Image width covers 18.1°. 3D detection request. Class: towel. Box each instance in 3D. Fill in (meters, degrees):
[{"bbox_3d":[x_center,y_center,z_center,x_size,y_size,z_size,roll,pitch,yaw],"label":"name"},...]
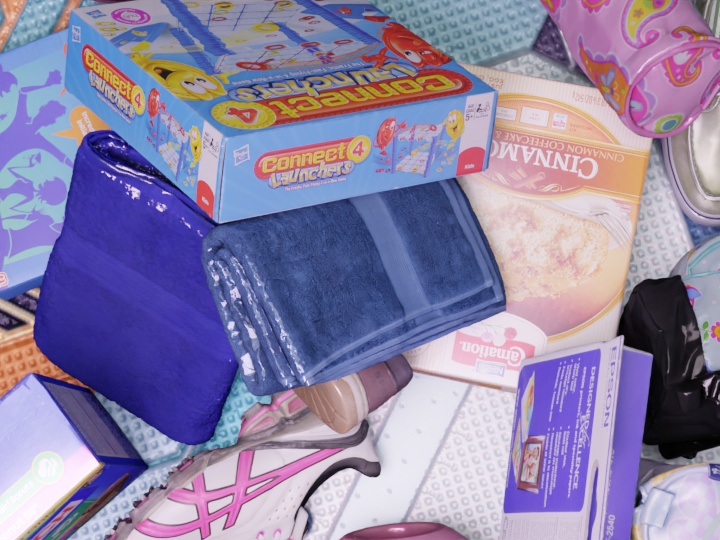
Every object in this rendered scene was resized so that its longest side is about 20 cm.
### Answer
[{"bbox_3d":[0.000,0.000,1.361,0.199,0.048,0.112,-20,85,-42],"label":"towel"},{"bbox_3d":[-0.129,0.010,1.444,0.147,0.201,0.050,32,45,8],"label":"towel"}]

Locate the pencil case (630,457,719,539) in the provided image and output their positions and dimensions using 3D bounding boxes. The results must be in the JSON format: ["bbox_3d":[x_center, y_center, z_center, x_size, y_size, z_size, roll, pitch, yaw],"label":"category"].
[{"bbox_3d":[0.188,0.157,1.393,0.090,0.200,0.084,9,85,-5],"label":"pencil case"}]

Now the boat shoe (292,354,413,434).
[{"bbox_3d":[-0.033,0.029,1.452,0.064,0.072,0.200,-20,39,-20],"label":"boat shoe"}]

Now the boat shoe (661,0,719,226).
[{"bbox_3d":[0.237,-0.131,1.486,0.071,0.062,0.202,4,86,3],"label":"boat shoe"}]

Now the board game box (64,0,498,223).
[{"bbox_3d":[-0.051,-0.112,1.401,0.199,0.196,0.056,-13,124,-32],"label":"board game box"}]

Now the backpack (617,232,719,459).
[{"bbox_3d":[0.267,0.035,1.426,0.198,0.167,0.128,-13,79,-4],"label":"backpack"}]

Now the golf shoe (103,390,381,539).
[{"bbox_3d":[-0.080,0.152,1.471,0.199,0.073,0.092,-37,85,-1],"label":"golf shoe"}]

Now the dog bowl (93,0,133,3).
[{"bbox_3d":[-0.156,-0.265,1.494,0.198,0.074,0.202,-3,70,7],"label":"dog bowl"}]

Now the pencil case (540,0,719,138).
[{"bbox_3d":[0.159,-0.177,1.448,0.087,0.088,0.201,-30,53,0],"label":"pencil case"}]

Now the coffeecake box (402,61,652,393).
[{"bbox_3d":[0.101,-0.023,1.478,0.152,0.073,0.202,11,86,3],"label":"coffeecake box"}]

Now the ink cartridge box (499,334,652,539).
[{"bbox_3d":[0.127,0.145,1.321,0.043,0.200,0.200,9,82,-11],"label":"ink cartridge box"}]

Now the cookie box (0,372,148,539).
[{"bbox_3d":[-0.229,0.150,1.415,0.171,0.200,0.075,-41,84,-1],"label":"cookie box"}]

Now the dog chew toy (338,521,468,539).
[{"bbox_3d":[0.032,0.264,1.435,0.123,0.125,0.202,-6,93,2],"label":"dog chew toy"}]

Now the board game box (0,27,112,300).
[{"bbox_3d":[-0.174,-0.087,1.512,0.199,0.045,0.153,-21,84,0],"label":"board game box"}]
